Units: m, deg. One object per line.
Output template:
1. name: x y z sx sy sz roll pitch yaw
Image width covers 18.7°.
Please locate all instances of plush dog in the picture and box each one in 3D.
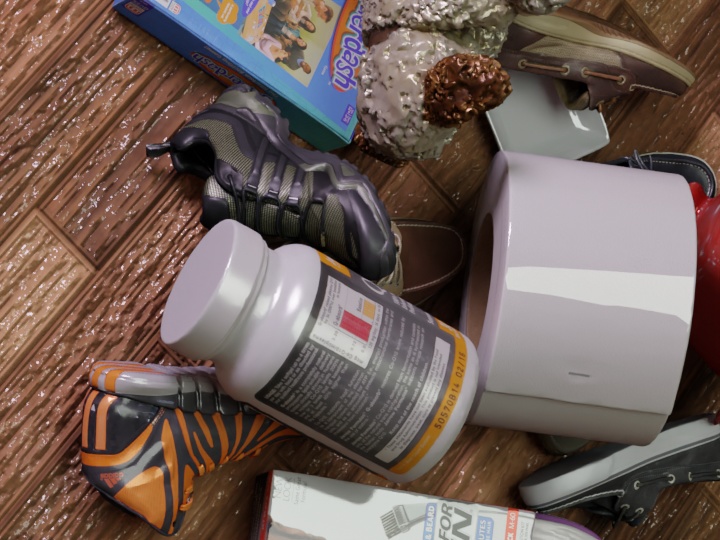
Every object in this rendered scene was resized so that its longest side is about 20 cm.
1. plush dog: 0.046 -0.162 1.555 0.159 0.200 0.173 15 71 -17

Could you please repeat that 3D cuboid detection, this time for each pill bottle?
1. pill bottle: -0.027 0.053 1.478 0.199 0.116 0.117 30 69 -21

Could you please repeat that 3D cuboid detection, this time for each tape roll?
1. tape roll: 0.153 0.020 1.598 0.138 0.203 0.205 8 78 -5

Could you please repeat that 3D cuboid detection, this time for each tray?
1. tray: 0.120 -0.175 1.729 0.107 0.022 0.202 -25 96 -31

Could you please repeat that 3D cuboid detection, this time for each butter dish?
1. butter dish: 0.304 -0.014 1.706 0.147 0.200 0.200 36 65 12

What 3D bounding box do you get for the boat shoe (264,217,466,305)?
1. boat shoe: 0.000 0.000 1.605 0.199 0.072 0.076 -13 90 -31

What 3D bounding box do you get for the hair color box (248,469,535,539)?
1. hair color box: 0.019 0.213 1.566 0.198 0.064 0.112 10 78 -12

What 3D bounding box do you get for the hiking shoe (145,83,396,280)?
1. hiking shoe: -0.061 -0.044 1.533 0.100 0.200 0.076 -34 145 -25

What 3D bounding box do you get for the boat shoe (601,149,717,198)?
1. boat shoe: 0.214 -0.056 1.745 0.199 0.062 0.075 -9 86 -32

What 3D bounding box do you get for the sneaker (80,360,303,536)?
1. sneaker: -0.113 0.127 1.531 0.199 0.077 0.113 7 94 -34

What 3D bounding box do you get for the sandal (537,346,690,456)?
1. sandal: 0.210 0.072 1.729 0.199 0.054 0.082 -31 99 -30

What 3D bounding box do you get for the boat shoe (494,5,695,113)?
1. boat shoe: 0.177 -0.161 1.718 0.199 0.072 0.072 14 107 -39

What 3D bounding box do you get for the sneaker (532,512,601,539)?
1. sneaker: 0.163 0.256 1.665 0.199 0.075 0.100 37 66 -21

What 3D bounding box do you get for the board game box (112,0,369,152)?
1. board game box: -0.065 -0.205 1.611 0.199 0.045 0.153 34 67 -22

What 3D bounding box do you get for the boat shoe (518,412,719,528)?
1. boat shoe: 0.211 0.167 1.715 0.199 0.070 0.067 -16 90 -39
